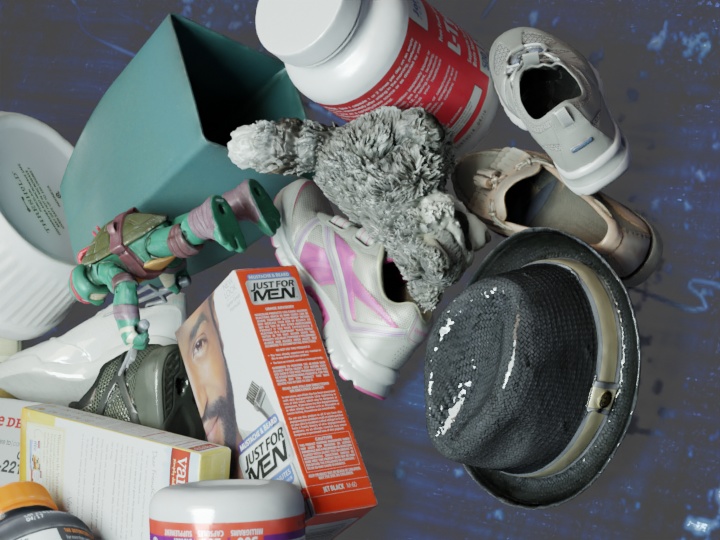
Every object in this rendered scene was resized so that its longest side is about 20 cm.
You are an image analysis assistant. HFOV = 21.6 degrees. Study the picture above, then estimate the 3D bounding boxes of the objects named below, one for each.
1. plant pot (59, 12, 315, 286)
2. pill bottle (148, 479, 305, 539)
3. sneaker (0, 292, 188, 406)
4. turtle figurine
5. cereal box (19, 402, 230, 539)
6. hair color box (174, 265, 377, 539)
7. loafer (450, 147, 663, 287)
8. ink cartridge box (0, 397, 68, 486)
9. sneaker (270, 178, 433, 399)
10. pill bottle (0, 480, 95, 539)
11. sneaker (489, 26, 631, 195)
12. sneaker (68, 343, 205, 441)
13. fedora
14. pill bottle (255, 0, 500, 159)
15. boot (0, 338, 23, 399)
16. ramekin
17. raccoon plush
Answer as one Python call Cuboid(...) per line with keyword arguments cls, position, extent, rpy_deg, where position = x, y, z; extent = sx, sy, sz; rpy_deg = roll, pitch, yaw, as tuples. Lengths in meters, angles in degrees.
Cuboid(cls="plant pot", position=(-0.156, -0.083, 1.605), extent=(0.200, 0.141, 0.142), rpy_deg=(-41, 50, 29))
Cuboid(cls="pill bottle", position=(-0.092, 0.252, 1.342), extent=(0.112, 0.112, 0.202), rpy_deg=(-3, 88, 38))
Cuboid(cls="sneaker", position=(-0.229, 0.066, 1.650), extent=(0.199, 0.075, 0.089), rpy_deg=(-11, 53, 28))
Cuboid(cls="turtle figurine", position=(-0.164, -0.002, 1.485), extent=(0.199, 0.101, 0.150), rpy_deg=(-30, 19, 28))
Cuboid(cls="cereal box", position=(-0.188, 0.191, 1.471), extent=(0.199, 0.039, 0.145), rpy_deg=(10, 100, 37))
Cuboid(cls="hair color box", position=(-0.068, 0.111, 1.445), extent=(0.111, 0.064, 0.201), rpy_deg=(-44, 58, 47))
Cuboid(cls="loafer", position=(0.135, -0.051, 1.399), extent=(0.199, 0.063, 0.072), rpy_deg=(30, 91, 42))
Cuboid(cls="ink cartridge box", position=(-0.294, 0.213, 1.620), extent=(0.143, 0.084, 0.202), rpy_deg=(2, 72, 40))
Cuboid(cls="sneaker", position=(0.000, 0.000, 1.483), extent=(0.088, 0.081, 0.201), rpy_deg=(-39, 60, 18))
Cuboid(cls="pill bottle", position=(-0.230, 0.253, 1.407), extent=(0.106, 0.106, 0.201), rpy_deg=(-44, 54, 16))
Cuboid(cls="sneaker", position=(0.141, -0.140, 1.397), extent=(0.074, 0.082, 0.200), rpy_deg=(-34, 35, 3))
Cuboid(cls="sneaker", position=(-0.183, 0.160, 1.547), extent=(0.114, 0.076, 0.201), rpy_deg=(-1, 90, 44))
Cuboid(cls="fedora", position=(0.101, 0.069, 1.321), extent=(0.200, 0.091, 0.203), rpy_deg=(-3, 86, 46))
Cuboid(cls="pill bottle", position=(0.013, -0.165, 1.454), extent=(0.112, 0.200, 0.113), rpy_deg=(-16, 62, 33))
Cuboid(cls="boot", position=(-0.384, 0.055, 1.770), extent=(0.199, 0.072, 0.156), rpy_deg=(-3, 70, 33))
Cuboid(cls="ramekin", position=(-0.304, -0.048, 1.657), extent=(0.094, 0.202, 0.204), rpy_deg=(-33, 54, 27))
Cuboid(cls="raccoon plush", position=(-0.002, -0.039, 1.418), extent=(0.198, 0.097, 0.135), rpy_deg=(-5, 59, 15))
